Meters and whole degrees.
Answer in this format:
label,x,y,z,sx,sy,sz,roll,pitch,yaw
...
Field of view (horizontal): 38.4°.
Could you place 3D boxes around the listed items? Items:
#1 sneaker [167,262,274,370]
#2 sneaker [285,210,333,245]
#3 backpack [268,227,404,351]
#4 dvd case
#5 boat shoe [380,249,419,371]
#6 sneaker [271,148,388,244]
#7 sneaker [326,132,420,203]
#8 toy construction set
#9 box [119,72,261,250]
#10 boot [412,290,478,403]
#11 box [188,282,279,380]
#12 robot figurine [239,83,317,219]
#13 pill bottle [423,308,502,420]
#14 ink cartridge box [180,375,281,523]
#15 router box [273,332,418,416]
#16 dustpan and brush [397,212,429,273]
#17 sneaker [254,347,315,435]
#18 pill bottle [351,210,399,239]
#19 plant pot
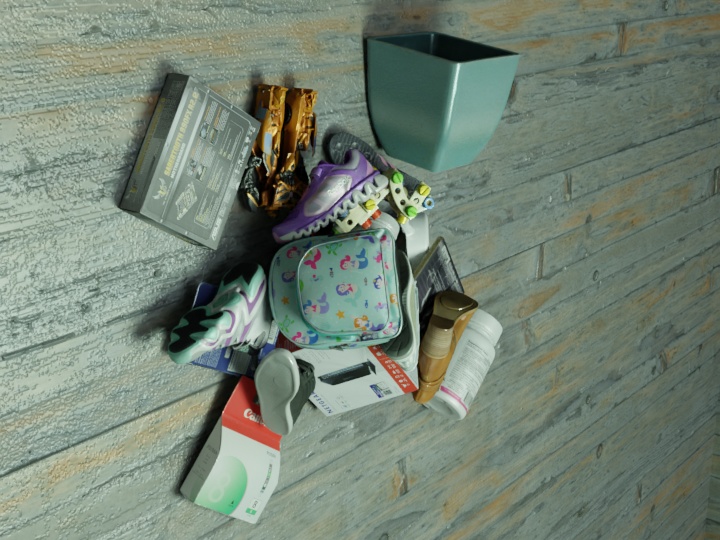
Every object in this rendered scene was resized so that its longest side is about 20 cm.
label,x,y,z,sx,sy,sz,roll,pitch,yaw
sneaker,-0.187,0.100,1.505,0.200,0.077,0.141,-46,132,-33
sneaker,-0.082,-0.008,1.625,0.078,0.089,0.204,11,82,-43
backpack,-0.039,0.031,1.533,0.151,0.196,0.181,47,38,-82
dvd case,0.113,0.063,1.825,0.201,0.016,0.150,-55,140,-27
boat shoe,0.059,0.061,1.640,0.065,0.073,0.205,57,20,-52
sneaker,-0.058,-0.116,1.568,0.199,0.080,0.089,-34,99,-14
sneaker,0.012,-0.167,1.747,0.199,0.082,0.071,34,85,-28
toy construction set,0.023,-0.087,1.674,0.131,0.092,0.201,46,70,-17
box,-0.235,-0.149,1.448,0.158,0.048,0.203,27,79,-51
boot,0.141,0.131,1.822,0.200,0.073,0.157,-38,145,-59
box,-0.201,0.094,1.572,0.199,0.032,0.123,24,81,-53
robot figurine,-0.119,-0.178,1.575,0.144,0.058,0.204,-6,105,-49
pill bottle,0.196,0.180,2.032,0.202,0.112,0.114,-59,139,-21
ink cartridge box,-0.176,0.286,1.626,0.161,0.050,0.202,36,83,-50
router box,-0.023,0.152,1.700,0.200,0.177,0.049,51,27,-44
dustpan and brush,0.092,-0.063,1.828,0.201,0.056,0.142,86,3,-68
sneaker,-0.112,0.159,1.590,0.202,0.070,0.100,95,18,-49
pill bottle,0.000,0.000,1.730,0.105,0.103,0.202,53,50,-45
plant pot,0.131,-0.283,1.763,0.195,0.194,0.204,-19,123,-47
